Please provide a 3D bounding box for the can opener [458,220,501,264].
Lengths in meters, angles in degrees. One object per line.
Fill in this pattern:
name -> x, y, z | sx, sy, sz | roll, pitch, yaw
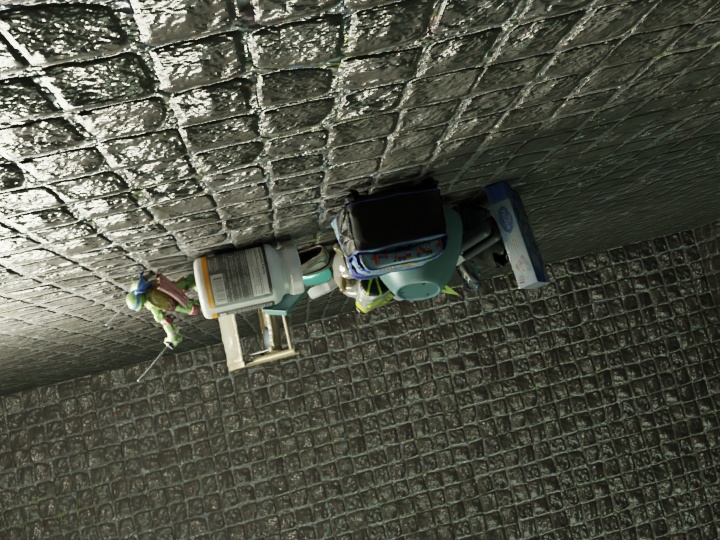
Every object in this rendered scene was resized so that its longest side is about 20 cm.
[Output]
can opener -> 0.211, -0.030, 1.443 | 0.052, 0.068, 0.199 | 19, 152, -21

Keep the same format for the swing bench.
swing bench -> -0.276, 0.142, 1.846 | 0.195, 0.204, 0.130 | -14, 173, -1

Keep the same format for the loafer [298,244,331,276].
loafer -> -0.160, -0.009, 1.524 | 0.196, 0.073, 0.063 | -21, 153, -3

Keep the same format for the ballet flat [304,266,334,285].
ballet flat -> -0.147, 0.003, 1.641 | 0.195, 0.069, 0.075 | -10, -164, 16

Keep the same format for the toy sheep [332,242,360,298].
toy sheep -> 0.000, 0.000, 1.548 | 0.135, 0.141, 0.200 | -16, 143, 20

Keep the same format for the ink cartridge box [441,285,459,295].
ink cartridge box -> 0.133, 0.035, 1.778 | 0.198, 0.077, 0.148 | 33, 174, -11

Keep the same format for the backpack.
backpack -> 0.041, -0.062, 1.200 | 0.178, 0.138, 0.200 | -11, 175, -15

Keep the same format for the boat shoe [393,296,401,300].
boat shoe -> 0.140, -0.006, 1.585 | 0.198, 0.072, 0.062 | -33, -161, 33

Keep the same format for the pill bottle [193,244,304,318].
pill bottle -> -0.211, 0.016, 1.351 | 0.195, 0.119, 0.116 | -12, 173, -11

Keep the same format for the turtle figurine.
turtle figurine -> -0.391, 0.079, 1.408 | 0.142, 0.205, 0.192 | 24, -156, 38

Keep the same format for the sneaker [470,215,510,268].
sneaker -> 0.279, -0.038, 1.513 | 0.076, 0.091, 0.200 | -39, 162, -2

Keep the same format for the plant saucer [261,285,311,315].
plant saucer -> -0.151, 0.046, 1.645 | 0.068, 0.019, 0.201 | 1, -149, 27

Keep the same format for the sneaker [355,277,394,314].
sneaker -> 0.052, 0.026, 1.484 | 0.198, 0.075, 0.077 | -24, 150, -46

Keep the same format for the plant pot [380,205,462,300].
plant pot -> 0.107, -0.022, 1.376 | 0.195, 0.138, 0.201 | -3, 156, -1

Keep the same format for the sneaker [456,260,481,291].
sneaker -> 0.278, -0.032, 1.808 | 0.085, 0.202, 0.078 | -25, 131, 6

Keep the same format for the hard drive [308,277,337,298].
hard drive -> -0.024, 0.002, 1.713 | 0.198, 0.027, 0.131 | -31, -177, -26

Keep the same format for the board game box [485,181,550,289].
board game box -> 0.319, -0.065, 1.420 | 0.043, 0.204, 0.199 | -20, 172, 20

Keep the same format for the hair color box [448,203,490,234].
hair color box -> 0.212, -0.095, 1.543 | 0.098, 0.062, 0.199 | -17, 171, 28
